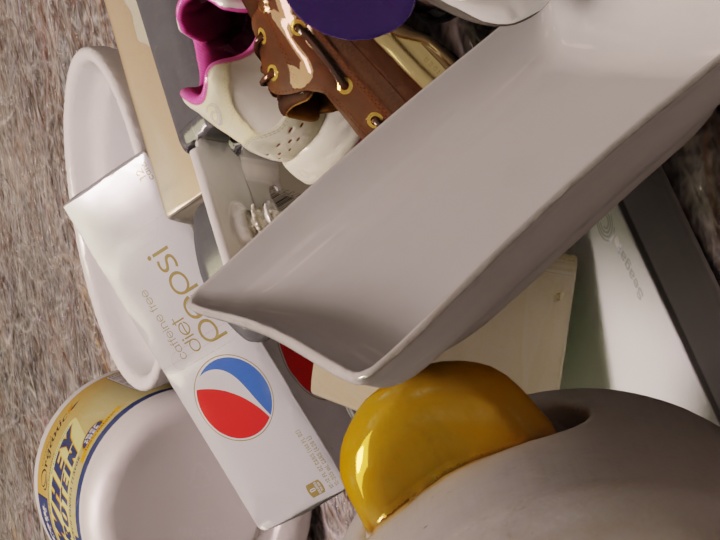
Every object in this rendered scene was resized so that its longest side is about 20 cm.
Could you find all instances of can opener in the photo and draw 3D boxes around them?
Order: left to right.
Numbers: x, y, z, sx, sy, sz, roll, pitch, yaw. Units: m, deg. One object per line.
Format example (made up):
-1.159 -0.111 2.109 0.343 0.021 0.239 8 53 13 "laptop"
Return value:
-0.071 -0.066 1.036 0.066 0.052 0.202 -32 65 37 "can opener"

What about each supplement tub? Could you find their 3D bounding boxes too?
-0.124 0.136 1.383 0.200 0.143 0.146 -173 73 -70 "supplement tub"

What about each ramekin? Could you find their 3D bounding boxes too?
-0.102 -0.037 1.299 0.200 0.097 0.202 169 90 -71 "ramekin"

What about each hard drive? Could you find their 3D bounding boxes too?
0.101 0.063 0.882 0.201 0.026 0.133 108 146 -55 "hard drive"

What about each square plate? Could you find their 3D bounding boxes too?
0.043 -0.033 0.787 0.029 0.198 0.200 53 168 -18 "square plate"

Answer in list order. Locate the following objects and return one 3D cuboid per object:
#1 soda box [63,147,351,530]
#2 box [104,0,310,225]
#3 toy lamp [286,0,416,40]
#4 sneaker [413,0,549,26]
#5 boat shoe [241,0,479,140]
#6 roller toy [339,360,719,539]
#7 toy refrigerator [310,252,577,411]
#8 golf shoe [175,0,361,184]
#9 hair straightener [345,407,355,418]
-0.067 0.029 1.150 0.063 0.068 0.201 -30 93 29 "soda box"
-0.070 -0.125 1.136 0.077 0.095 0.202 -29 66 29 "box"
0.009 -0.172 0.864 0.058 0.058 0.201 100 -177 -46 "toy lamp"
0.039 -0.140 0.922 0.082 0.077 0.200 60 176 -36 "sneaker"
-0.017 -0.096 0.932 0.200 0.068 0.072 43 -173 10 "boat shoe"
0.074 0.137 0.730 0.140 0.198 0.184 -97 24 -76 "roller toy"
0.033 0.026 0.931 0.200 0.069 0.077 180 98 -79 "toy refrigerator"
-0.038 -0.139 1.019 0.075 0.091 0.202 -42 40 45 "golf shoe"
0.000 0.000 1.057 0.041 0.076 0.202 167 92 -66 "hair straightener"
